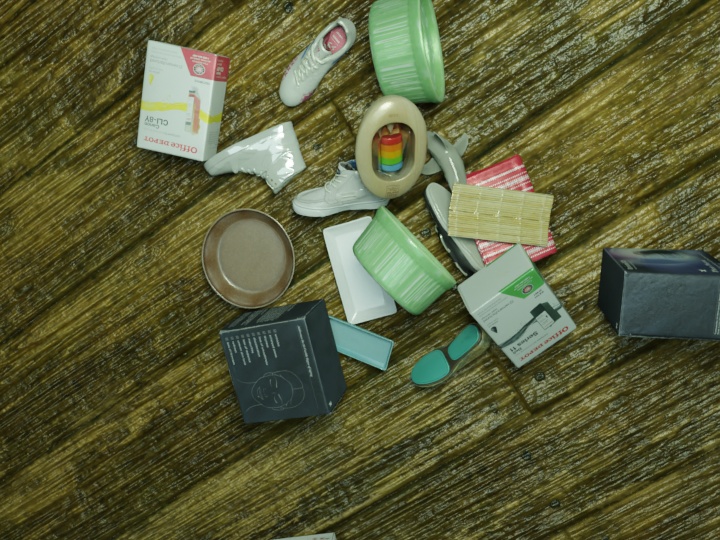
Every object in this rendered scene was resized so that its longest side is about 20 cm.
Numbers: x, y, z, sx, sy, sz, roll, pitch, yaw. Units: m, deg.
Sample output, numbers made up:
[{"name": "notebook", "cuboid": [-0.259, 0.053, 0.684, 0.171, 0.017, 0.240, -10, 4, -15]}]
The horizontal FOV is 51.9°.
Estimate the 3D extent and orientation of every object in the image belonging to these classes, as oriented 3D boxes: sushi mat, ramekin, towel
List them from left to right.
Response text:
[{"name": "ramekin", "cuboid": [0.076, -0.014, 1.377, 0.200, 0.200, 0.098, 45, 97, -4]}, {"name": "ramekin", "cuboid": [0.083, -0.392, 1.313, 0.095, 0.200, 0.206, -7, 102, 17]}, {"name": "sushi mat", "cuboid": [0.259, -0.103, 1.371, 0.194, 0.012, 0.099, 6, 101, -4]}, {"name": "towel", "cuboid": [0.273, -0.103, 1.407, 0.141, 0.022, 0.205, -22, 87, 1]}]

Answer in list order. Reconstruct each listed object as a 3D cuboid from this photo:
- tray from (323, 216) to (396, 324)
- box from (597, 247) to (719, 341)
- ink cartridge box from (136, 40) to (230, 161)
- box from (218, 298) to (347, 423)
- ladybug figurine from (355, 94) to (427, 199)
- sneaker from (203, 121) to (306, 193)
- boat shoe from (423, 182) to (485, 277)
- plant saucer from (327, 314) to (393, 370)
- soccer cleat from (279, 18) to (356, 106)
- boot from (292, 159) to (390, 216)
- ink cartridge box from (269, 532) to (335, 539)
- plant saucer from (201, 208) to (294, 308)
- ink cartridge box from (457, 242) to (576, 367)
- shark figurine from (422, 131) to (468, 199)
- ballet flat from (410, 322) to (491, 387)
[{"name": "tray", "cuboid": [0.000, 0.000, 1.495, 0.104, 0.022, 0.205, -14, 100, 11]}, {"name": "box", "cuboid": [0.548, 0.037, 1.338, 0.192, 0.200, 0.127, 1, 103, 7]}, {"name": "ink cartridge box", "cuboid": [-0.344, -0.327, 1.438, 0.141, 0.084, 0.206, 12, 104, 5]}, {"name": "box", "cuboid": [-0.152, 0.183, 1.488, 0.191, 0.124, 0.206, -9, 103, 21]}, {"name": "ladybug figurine", "cuboid": [0.051, -0.222, 1.317, 0.132, 0.073, 0.204, -7, 128, -12]}, {"name": "sneaker", "cuboid": [-0.204, -0.199, 1.453, 0.195, 0.074, 0.118, -21, 96, 10]}, {"name": "boat shoe", "cuboid": [0.178, -0.075, 1.432, 0.201, 0.074, 0.060, 51, 140, -9]}, {"name": "plant saucer", "cuboid": [-0.028, 0.136, 1.514, 0.195, 0.019, 0.072, 21, 116, 11]}, {"name": "soccer cleat", "cuboid": [-0.088, -0.393, 1.388, 0.070, 0.086, 0.200, 43, 104, -4]}, {"name": "boot", "cuboid": [-0.040, -0.167, 1.424, 0.194, 0.075, 0.097, -8, 131, 1]}, {"name": "ink cartridge box", "cuboid": [-0.139, 0.689, 1.631, 0.194, 0.084, 0.181, -10, 101, 9]}, {"name": "plant saucer", "cuboid": [-0.226, -0.027, 1.512, 0.194, 0.037, 0.207, 2, 103, 8]}, {"name": "ink cartridge box", "cuboid": [0.297, 0.070, 1.394, 0.145, 0.084, 0.200, -37, 127, 13]}, {"name": "shark figurine", "cuboid": [0.120, -0.237, 1.388, 0.210, 0.090, 0.131, 25, 82, 14]}, {"name": "ballet flat", "cuboid": [0.187, 0.175, 1.484, 0.071, 0.071, 0.200, 45, 120, -4]}]
